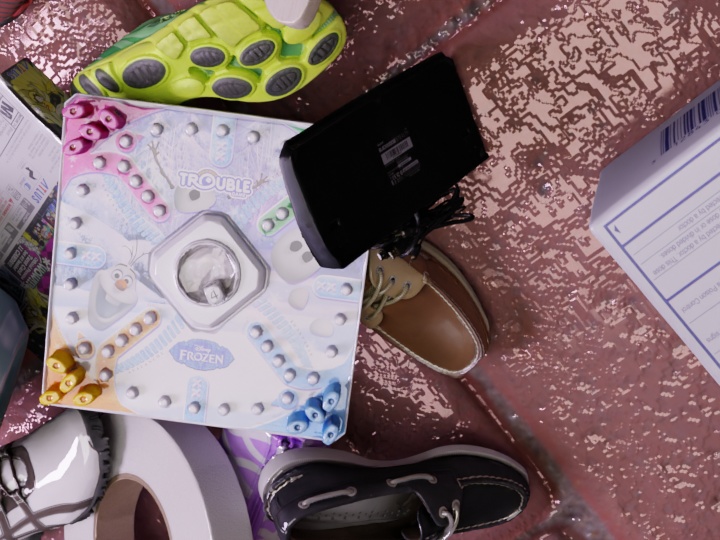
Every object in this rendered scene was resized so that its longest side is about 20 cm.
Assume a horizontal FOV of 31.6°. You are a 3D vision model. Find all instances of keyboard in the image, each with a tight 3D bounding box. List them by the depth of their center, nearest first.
[{"bbox_3d":[0.013,-0.055,0.764,0.039,0.200,0.105,-12,106,37],"label":"keyboard"}]

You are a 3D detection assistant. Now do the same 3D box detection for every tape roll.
[{"bbox_3d":[-0.150,0.197,0.919,0.202,0.037,0.205,4,96,48],"label":"tape roll"}]

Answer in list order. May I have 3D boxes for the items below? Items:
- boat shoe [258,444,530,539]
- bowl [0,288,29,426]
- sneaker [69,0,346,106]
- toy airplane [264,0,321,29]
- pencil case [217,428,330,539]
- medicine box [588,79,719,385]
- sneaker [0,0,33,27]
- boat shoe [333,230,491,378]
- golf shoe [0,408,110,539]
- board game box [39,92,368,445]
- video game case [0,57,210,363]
[{"bbox_3d":[0.031,0.160,0.866,0.198,0.060,0.074,8,118,-22],"label":"boat shoe"},{"bbox_3d":[-0.294,0.076,0.870,0.104,0.201,0.202,18,114,-10],"label":"bowl"},{"bbox_3d":[-0.098,-0.144,0.809,0.198,0.084,0.074,-11,125,29],"label":"sneaker"},{"bbox_3d":[0.000,-0.265,0.713,0.198,0.141,0.201,-26,85,11],"label":"toy airplane"},{"bbox_3d":[-0.078,0.169,0.924,0.083,0.086,0.201,13,116,-17],"label":"pencil case"},{"bbox_3d":[0.268,-0.021,0.758,0.182,0.103,0.200,-39,98,23],"label":"medicine box"},{"bbox_3d":[-0.220,-0.238,0.804,0.071,0.098,0.201,33,115,-2],"label":"sneaker"},{"bbox_3d":[0.000,0.000,0.849,0.200,0.074,0.076,42,114,-3],"label":"boat shoe"},{"bbox_3d":[-0.259,0.162,0.938,0.200,0.094,0.078,-42,59,33],"label":"golf shoe"},{"bbox_3d":[-0.096,0.002,0.797,0.198,0.026,0.202,7,101,0],"label":"board game box"},{"bbox_3d":[-0.208,-0.020,0.881,0.181,0.036,0.200,43,134,-3],"label":"video game case"}]
